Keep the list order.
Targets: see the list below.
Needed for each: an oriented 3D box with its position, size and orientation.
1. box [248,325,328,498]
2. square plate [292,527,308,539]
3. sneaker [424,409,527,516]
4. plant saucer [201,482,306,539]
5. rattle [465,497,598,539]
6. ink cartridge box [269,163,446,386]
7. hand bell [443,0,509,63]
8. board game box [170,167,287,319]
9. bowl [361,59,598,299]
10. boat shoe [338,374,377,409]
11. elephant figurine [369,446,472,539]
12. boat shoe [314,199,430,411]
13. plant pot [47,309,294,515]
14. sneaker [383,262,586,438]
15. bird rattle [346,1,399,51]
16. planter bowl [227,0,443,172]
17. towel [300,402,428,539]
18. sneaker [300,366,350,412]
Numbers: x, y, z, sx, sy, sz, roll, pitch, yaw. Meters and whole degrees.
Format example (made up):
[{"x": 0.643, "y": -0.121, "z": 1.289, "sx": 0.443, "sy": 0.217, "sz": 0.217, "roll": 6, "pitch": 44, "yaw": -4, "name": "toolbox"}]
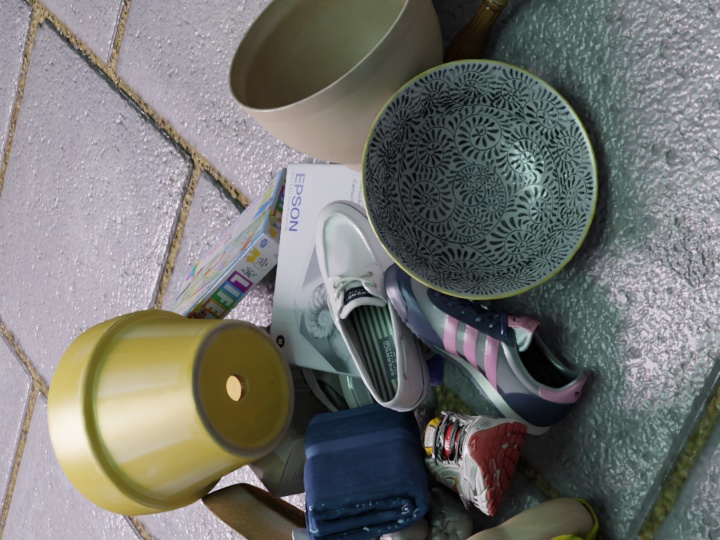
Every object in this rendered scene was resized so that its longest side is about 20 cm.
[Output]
[{"x": -0.100, "y": 0.148, "z": 1.304, "sx": 0.200, "sy": 0.094, "sz": 0.079, "roll": 44, "pitch": 123, "yaw": 40, "name": "box"}, {"x": 0.012, "y": 0.335, "z": 1.124, "sx": 0.028, "sy": 0.198, "sz": 0.203, "roll": -22, "pitch": 73, "yaw": 18, "name": "square plate"}, {"x": 0.089, "y": 0.158, "z": 1.009, "sx": 0.081, "sy": 0.200, "sz": 0.079, "roll": 22, "pitch": 77, "yaw": 7, "name": "sneaker"}, {"x": -0.068, "y": 0.267, "z": 1.217, "sx": 0.199, "sy": 0.200, "sz": 0.036, "roll": 26, "pitch": 83, "yaw": 45, "name": "plant saucer"}, {"x": 0.127, "y": 0.270, "z": 0.962, "sx": 0.130, "sy": 0.198, "sz": 0.145, "roll": -38, "pitch": 64, "yaw": 41, "name": "rattle"}, {"x": 0.000, "y": 0.000, "z": 1.134, "sx": 0.198, "sy": 0.040, "sz": 0.203, "roll": 4, "pitch": 88, "yaw": 41, "name": "ink cartridge box"}, {"x": 0.117, "y": -0.232, "z": 1.058, "sx": 0.105, "sy": 0.103, "sz": 0.201, "roll": 63, "pitch": 145, "yaw": 26, "name": "hand bell"}, {"x": -0.139, "y": -0.006, "z": 1.303, "sx": 0.200, "sy": 0.034, "sz": 0.135, "roll": -44, "pitch": 20, "yaw": 30, "name": "board game box"}, {"x": 0.097, "y": -0.070, "z": 1.033, "sx": 0.094, "sy": 0.197, "sz": 0.204, "roll": 108, "pitch": 153, "yaw": -81, "name": "bowl"}, {"x": 0.023, "y": 0.052, "z": 1.173, "sx": 0.071, "sy": 0.069, "sz": 0.204, "roll": -3, "pitch": 87, "yaw": 52, "name": "boat shoe"}, {"x": 0.055, "y": 0.294, "z": 1.091, "sx": 0.141, "sy": 0.154, "sz": 0.203, "roll": 12, "pitch": 122, "yaw": 60, "name": "elephant figurine"}, {"x": 0.009, "y": 0.026, "z": 1.060, "sx": 0.073, "sy": 0.067, "sz": 0.202, "roll": -29, "pitch": 77, "yaw": 15, "name": "boat shoe"}, {"x": -0.172, "y": 0.128, "z": 1.164, "sx": 0.187, "sy": 0.199, "sz": 0.204, "roll": -18, "pitch": 78, "yaw": 42, "name": "plant pot"}, {"x": 0.111, "y": 0.049, "z": 1.032, "sx": 0.200, "sy": 0.070, "sz": 0.082, "roll": 42, "pitch": 129, "yaw": -1, "name": "sneaker"}, {"x": 0.009, "y": -0.289, "z": 1.183, "sx": 0.198, "sy": 0.112, "sz": 0.166, "roll": -4, "pitch": 100, "yaw": 36, "name": "bird rattle"}, {"x": -0.003, "y": -0.177, "z": 1.092, "sx": 0.198, "sy": 0.135, "sz": 0.202, "roll": -24, "pitch": 41, "yaw": 23, "name": "planter bowl"}, {"x": 0.004, "y": 0.178, "z": 1.073, "sx": 0.200, "sy": 0.110, "sz": 0.049, "roll": -95, "pitch": -7, "yaw": -75, "name": "towel"}, {"x": -0.022, "y": 0.059, "z": 1.226, "sx": 0.079, "sy": 0.073, "sz": 0.203, "roll": -30, "pitch": 69, "yaw": 40, "name": "sneaker"}]
